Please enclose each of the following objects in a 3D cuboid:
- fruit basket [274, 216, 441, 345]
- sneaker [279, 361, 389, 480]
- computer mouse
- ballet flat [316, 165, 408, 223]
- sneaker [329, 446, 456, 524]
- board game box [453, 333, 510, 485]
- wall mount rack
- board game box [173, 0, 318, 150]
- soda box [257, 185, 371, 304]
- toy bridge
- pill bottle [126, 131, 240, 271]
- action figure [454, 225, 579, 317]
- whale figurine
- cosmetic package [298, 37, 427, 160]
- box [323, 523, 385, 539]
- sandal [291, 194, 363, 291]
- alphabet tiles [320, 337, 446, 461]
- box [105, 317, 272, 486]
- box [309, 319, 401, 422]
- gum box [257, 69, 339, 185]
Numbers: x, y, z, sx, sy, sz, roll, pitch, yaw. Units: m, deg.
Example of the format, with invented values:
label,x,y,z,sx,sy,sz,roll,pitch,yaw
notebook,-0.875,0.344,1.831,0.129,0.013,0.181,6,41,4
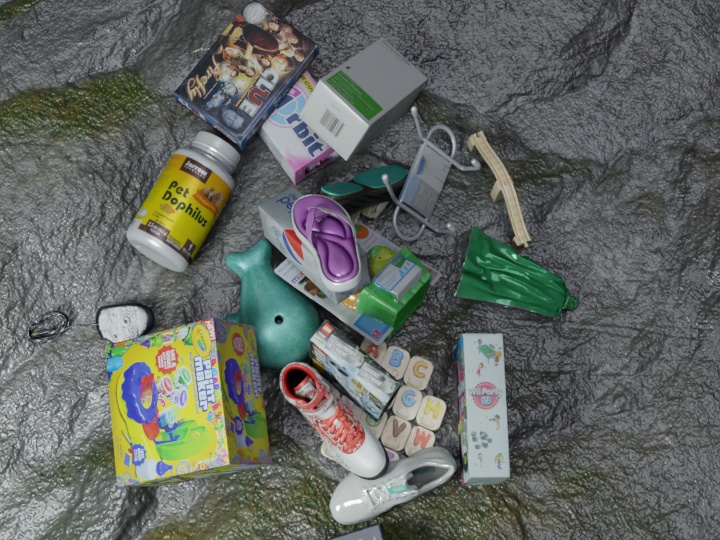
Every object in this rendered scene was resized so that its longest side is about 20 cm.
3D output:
label,x,y,z,sx,sy,sz,roll,pitch,yaw
fruit basket,0.000,0.000,1.691,0.199,0.094,0.185,38,50,11
sneaker,-0.043,0.215,1.615,0.067,0.108,0.202,-41,64,-1
computer mouse,-0.408,0.083,1.702,0.196,0.034,0.060,-5,92,1
ballet flat,-0.002,-0.112,1.736,0.067,0.070,0.198,27,31,34
sneaker,0.047,0.312,1.629,0.197,0.088,0.076,-25,92,-4
board game box,0.177,0.206,1.640,0.063,0.148,0.204,-1,75,-1
wall mount rack,0.099,-0.152,1.733,0.173,0.074,0.203,32,73,-32
board game box,-0.175,-0.306,1.740,0.135,0.035,0.201,35,78,7
soda box,-0.069,-0.039,1.647,0.068,0.064,0.200,-30,49,-21
toy bridge,0.223,-0.128,1.769,0.027,0.067,0.203,-20,77,-8
pill bottle,-0.265,-0.108,1.714,0.108,0.109,0.202,27,76,4
action figure,0.248,0.022,1.739,0.197,0.055,0.120,20,74,-5
whale figurine,-0.136,0.050,1.683,0.157,0.104,0.203,-21,79,-8
cosmetic package,0.006,-0.268,1.734,0.107,0.085,0.200,41,43,3
box,-0.046,0.458,1.584,0.196,0.104,0.151,-15,77,-6
sandal,-0.042,-0.053,1.574,0.081,0.050,0.204,-19,46,-11
alphabet tiles,0.026,0.208,1.699,0.197,0.015,0.198,23,75,3
box,-0.245,0.191,1.594,0.190,0.122,0.204,-15,75,23
box,-0.011,0.147,1.601,0.136,0.200,0.040,39,77,7
gum box,-0.108,-0.245,1.779,0.113,0.066,0.201,-34,80,-10
